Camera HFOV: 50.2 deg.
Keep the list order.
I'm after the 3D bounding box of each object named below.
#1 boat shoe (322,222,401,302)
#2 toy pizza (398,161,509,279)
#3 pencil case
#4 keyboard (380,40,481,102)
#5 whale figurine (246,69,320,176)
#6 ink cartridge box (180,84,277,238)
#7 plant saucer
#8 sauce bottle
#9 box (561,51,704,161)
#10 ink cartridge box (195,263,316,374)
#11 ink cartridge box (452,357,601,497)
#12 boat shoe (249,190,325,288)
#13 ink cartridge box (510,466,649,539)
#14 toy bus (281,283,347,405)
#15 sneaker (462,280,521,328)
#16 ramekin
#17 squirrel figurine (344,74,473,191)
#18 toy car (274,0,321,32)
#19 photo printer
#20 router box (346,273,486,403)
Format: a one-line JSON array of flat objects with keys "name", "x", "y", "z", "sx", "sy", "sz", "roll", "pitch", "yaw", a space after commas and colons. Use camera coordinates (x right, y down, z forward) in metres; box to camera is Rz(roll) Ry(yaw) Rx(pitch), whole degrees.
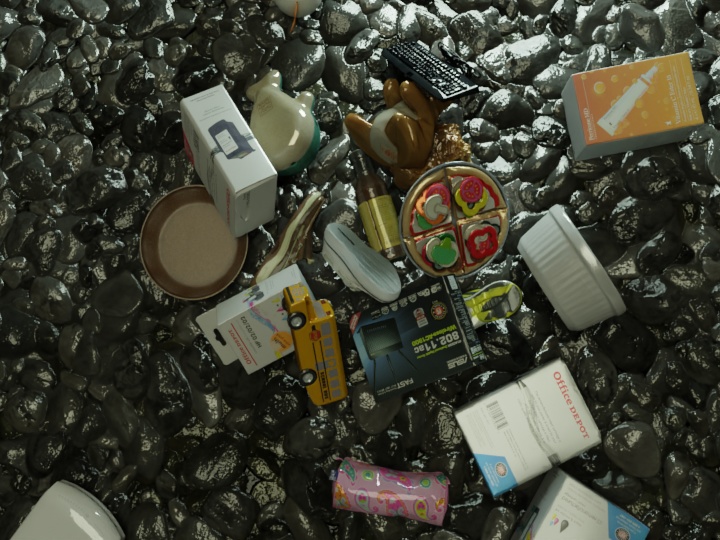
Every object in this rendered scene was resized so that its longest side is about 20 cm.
[{"name": "boat shoe", "x": 0.000, "y": 0.000, "z": 1.291, "sx": 0.072, "sy": 0.068, "sz": 0.201, "roll": -5, "pitch": 39, "yaw": -33}, {"name": "toy pizza", "x": 0.161, "y": -0.079, "z": 1.290, "sx": 0.195, "sy": 0.032, "sz": 0.205, "roll": -3, "pitch": 106, "yaw": -10}, {"name": "pencil case", "x": 0.048, "y": 0.361, "z": 1.263, "sx": 0.195, "sy": 0.087, "sz": 0.090, "roll": 8, "pitch": 84, "yaw": 7}, {"name": "keyboard", "x": 0.120, "y": -0.341, "z": 1.252, "sx": 0.102, "sy": 0.040, "sz": 0.200, "roll": -19, "pitch": 45, "yaw": -22}, {"name": "whale figurine", "x": -0.139, "y": -0.256, "z": 1.357, "sx": 0.158, "sy": 0.103, "sz": 0.203, "roll": -33, "pitch": 58, "yaw": 15}, {"name": "ink cartridge box", "x": -0.222, "y": -0.181, "z": 1.296, "sx": 0.083, "sy": 0.145, "sz": 0.202, "roll": -25, "pitch": 70, "yaw": -20}, {"name": "plant saucer", "x": -0.292, "y": -0.048, "z": 1.364, "sx": 0.195, "sy": 0.037, "sz": 0.206, "roll": -1, "pitch": 82, "yaw": 4}, {"name": "sauce bottle", "x": 0.027, "y": -0.111, "z": 1.331, "sx": 0.063, "sy": 0.065, "sz": 0.204, "roll": -16, "pitch": 82, "yaw": 2}, {"name": "box", "x": 0.455, "y": -0.275, "z": 1.299, "sx": 0.195, "sy": 0.098, "sz": 0.127, "roll": -11, "pitch": 82, "yaw": 4}, {"name": "ink cartridge box", "x": -0.166, "y": 0.092, "z": 1.294, "sx": 0.197, "sy": 0.068, "sz": 0.116, "roll": -28, "pitch": 119, "yaw": 1}, {"name": "ink cartridge box", "x": 0.268, "y": 0.253, "z": 1.256, "sx": 0.197, "sy": 0.084, "sz": 0.147, "roll": -27, "pitch": 81, "yaw": 1}, {"name": "boat shoe", "x": -0.110, "y": -0.038, "z": 1.336, "sx": 0.074, "sy": 0.075, "sz": 0.204, "roll": 33, "pitch": 94, "yaw": -3}, {"name": "ink cartridge box", "x": 0.323, "y": 0.438, "z": 1.198, "sx": 0.145, "sy": 0.146, "sz": 0.203, "roll": 30, "pitch": 87, "yaw": 8}, {"name": "toy bus", "x": -0.075, "y": 0.120, "z": 1.255, "sx": 0.077, "sy": 0.065, "sz": 0.204, "roll": -14, "pitch": 118, "yaw": -10}, {"name": "sneaker", "x": 0.185, "y": 0.071, "z": 1.295, "sx": 0.196, "sy": 0.084, "sz": 0.076, "roll": -17, "pitch": 84, "yaw": 24}, {"name": "ramekin", "x": 0.332, "y": 0.004, "z": 1.232, "sx": 0.093, "sy": 0.202, "sz": 0.205, "roll": -34, "pitch": 82, "yaw": 13}, {"name": "squirrel figurine", "x": 0.108, "y": -0.247, "z": 1.318, "sx": 0.187, "sy": 0.140, "sz": 0.201, "roll": -48, "pitch": 118, "yaw": -25}, {"name": "toy car", "x": -0.109, "y": -0.526, "z": 1.350, "sx": 0.180, "sy": 0.177, "sz": 0.205, "roll": 2, "pitch": 96, "yaw": -7}, {"name": "photo printer", "x": -0.507, "y": 0.474, "z": 1.300, "sx": 0.165, "sy": 0.069, "sz": 0.201, "roll": 37, "pitch": 87, "yaw": 8}, {"name": "router box", "x": 0.089, "y": 0.113, "z": 1.263, "sx": 0.197, "sy": 0.062, "sz": 0.153, "roll": -25, "pitch": 81, "yaw": 27}]
